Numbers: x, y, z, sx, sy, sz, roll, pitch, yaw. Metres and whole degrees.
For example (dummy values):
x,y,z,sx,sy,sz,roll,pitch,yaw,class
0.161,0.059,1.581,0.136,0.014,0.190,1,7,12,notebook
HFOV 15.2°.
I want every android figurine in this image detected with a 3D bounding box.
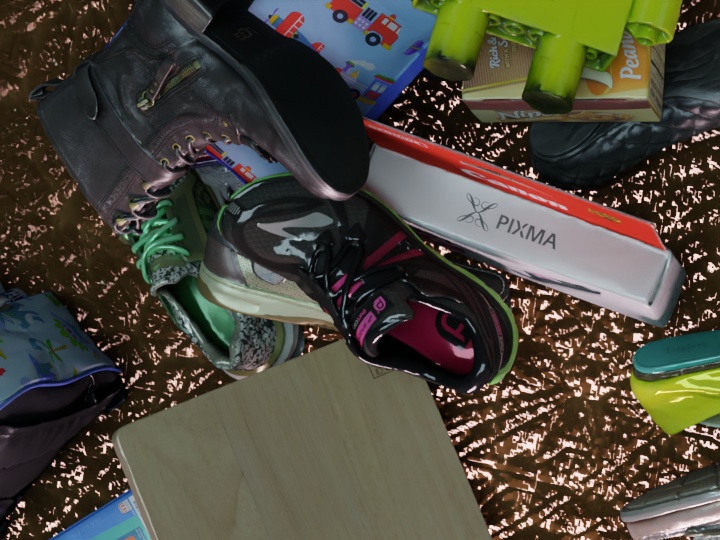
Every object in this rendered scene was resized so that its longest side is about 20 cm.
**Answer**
x,y,z,sx,sy,sz,roll,pitch,yaw,class
0.106,-0.195,1.578,0.182,0.041,0.200,20,73,-4,android figurine

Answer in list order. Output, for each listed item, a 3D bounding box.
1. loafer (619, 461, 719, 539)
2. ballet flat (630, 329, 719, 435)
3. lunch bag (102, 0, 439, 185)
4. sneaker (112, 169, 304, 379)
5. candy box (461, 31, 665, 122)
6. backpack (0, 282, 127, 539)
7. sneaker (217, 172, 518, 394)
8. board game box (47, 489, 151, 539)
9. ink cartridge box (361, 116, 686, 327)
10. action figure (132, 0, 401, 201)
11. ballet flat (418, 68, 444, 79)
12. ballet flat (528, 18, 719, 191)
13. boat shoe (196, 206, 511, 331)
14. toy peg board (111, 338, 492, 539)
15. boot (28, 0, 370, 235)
x,y,z,sx,sy,sz,roll,pitch,yaw,class
0.260,0.141,1.655,0.200,0.072,0.063,-21,95,14,loafer
0.265,0.059,1.656,0.200,0.067,0.067,-14,111,20,ballet flat
-0.055,-0.137,1.642,0.151,0.094,0.200,37,114,-13,lunch bag
-0.117,-0.011,1.747,0.077,0.089,0.200,-43,81,15,sneaker
0.129,-0.193,1.651,0.115,0.055,0.200,1,79,17,candy box
-0.276,0.091,1.745,0.147,0.200,0.183,44,105,9,backpack
0.006,0.007,1.618,0.200,0.084,0.077,29,112,-2,sneaker
-0.170,0.244,1.804,0.200,0.045,0.152,-32,85,16,board game box
0.091,-0.028,1.636,0.200,0.174,0.044,21,87,15,ink cartridge box
-0.073,-0.143,1.734,0.200,0.105,0.194,0,101,3,action figure
0.022,-0.216,1.702,0.073,0.073,0.200,-12,93,17,ballet flat
0.197,-0.107,1.673,0.200,0.057,0.066,-21,62,12,ballet flat
-0.001,-0.001,1.694,0.201,0.072,0.066,7,121,-3,boat shoe
-0.037,0.163,1.725,0.199,0.098,0.200,-21,87,-16,toy peg board
-0.098,-0.079,1.601,0.200,0.069,0.174,52,128,14,boot
